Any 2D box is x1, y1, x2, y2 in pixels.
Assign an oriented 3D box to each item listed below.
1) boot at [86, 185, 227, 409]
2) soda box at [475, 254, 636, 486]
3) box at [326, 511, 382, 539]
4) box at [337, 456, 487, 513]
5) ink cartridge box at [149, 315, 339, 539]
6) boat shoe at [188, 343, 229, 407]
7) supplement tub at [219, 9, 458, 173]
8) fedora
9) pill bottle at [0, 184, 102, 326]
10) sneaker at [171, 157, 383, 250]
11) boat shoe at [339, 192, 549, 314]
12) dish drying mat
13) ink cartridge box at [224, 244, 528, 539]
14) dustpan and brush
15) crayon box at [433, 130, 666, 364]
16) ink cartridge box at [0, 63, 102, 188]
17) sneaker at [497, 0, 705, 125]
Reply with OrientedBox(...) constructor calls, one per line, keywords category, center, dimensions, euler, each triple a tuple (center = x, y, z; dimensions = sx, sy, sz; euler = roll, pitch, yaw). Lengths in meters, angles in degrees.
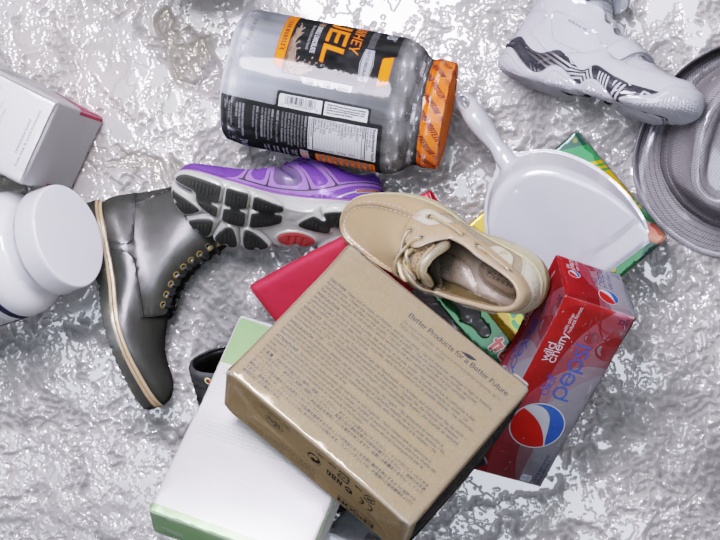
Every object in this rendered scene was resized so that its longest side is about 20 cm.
OrientedBox(category="boot", center=(-0.171, 0.015, 1.498), dimensions=(0.137, 0.077, 0.202), euler=(-18, 89, 2))
OrientedBox(category="soda box", center=(0.163, 0.089, 1.408), dimensions=(0.069, 0.064, 0.201), euler=(17, 121, -12))
OrientedBox(category="box", center=(-0.024, 0.333, 1.452), dimensions=(0.097, 0.124, 0.201), euler=(27, 94, 6))
OrientedBox(category="box", center=(0.005, 0.139, 1.451), dimensions=(0.198, 0.036, 0.144), euler=(-18, 45, 6))
OrientedBox(category="ink cartridge box", center=(-0.076, 0.151, 1.393), dimensions=(0.144, 0.048, 0.201), euler=(17, 59, 12))
OrientedBox(category="boat shoe", center=(-0.056, 0.079, 1.462), dimensions=(0.200, 0.074, 0.064), euler=(-18, 114, 3))
OrientedBox(category="supplement tub", center=(-0.018, -0.157, 1.450), dimensions=(0.198, 0.123, 0.124), euler=(12, 92, 6))
OrientedBox(category="fedora", center=(0.336, -0.110, 1.420), dimensions=(0.177, 0.090, 0.200), euler=(43, 95, 5))
OrientedBox(category="pill bottle", center=(-0.339, -0.005, 1.469), dimensions=(0.198, 0.116, 0.117), euler=(-17, 88, 26))
OrientedBox(category="sneaker", center=(-0.073, -0.068, 1.478), dimensions=(0.198, 0.081, 0.084), euler=(9, 50, -10))
OrientedBox(category="boat shoe", center=(0.062, -0.016, 1.373), dimensions=(0.199, 0.064, 0.072), euler=(19, 107, 25))
OrientedBox(category="dish drying mat", center=(0.000, 0.000, 1.463), dimensions=(0.199, 0.018, 0.077), euler=(-27, 114, 25))
OrientedBox(category="ink cartridge box", center=(0.012, 0.105, 1.349), dimensions=(0.200, 0.075, 0.165), euler=(39, 63, 14))
OrientedBox(category="dustpan and brush", center=(0.144, -0.073, 1.417), dimensions=(0.139, 0.057, 0.200), euler=(-38, 94, 19))
OrientedBox(category="crayon box", center=(0.161, -0.013, 1.464), dimensions=(0.200, 0.051, 0.127), euler=(-41, 86, 6))
OrientedBox(category="ink cartridge box", center=(-0.354, -0.154, 1.480), dimensions=(0.199, 0.146, 0.083), euler=(27, 93, 7))
OrientedBox(category="sneaker", center=(0.221, -0.202, 1.419), dimensions=(0.199, 0.075, 0.116), euler=(20, 90, 34))
